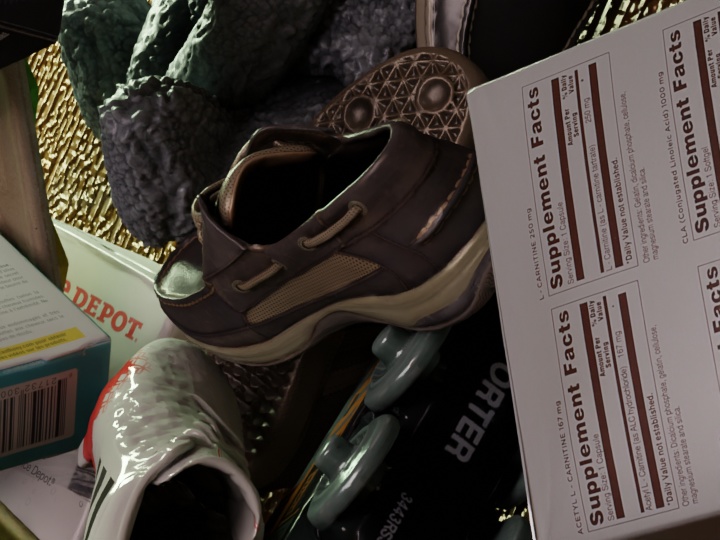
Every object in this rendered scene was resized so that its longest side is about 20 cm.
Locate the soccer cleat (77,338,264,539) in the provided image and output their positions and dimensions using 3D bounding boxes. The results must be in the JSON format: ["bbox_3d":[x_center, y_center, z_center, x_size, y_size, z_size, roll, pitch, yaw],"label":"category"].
[{"bbox_3d":[-0.063,0.081,0.881,0.085,0.069,0.200,-47,16,31],"label":"soccer cleat"}]

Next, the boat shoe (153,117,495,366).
[{"bbox_3d":[-0.018,-0.019,0.894,0.200,0.073,0.075,-14,37,53],"label":"boat shoe"}]

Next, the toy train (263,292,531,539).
[{"bbox_3d":[0.024,0.063,0.911,0.114,0.085,0.200,-42,14,52],"label":"toy train"}]

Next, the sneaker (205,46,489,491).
[{"bbox_3d":[0.000,0.000,1.002,0.070,0.076,0.200,43,110,30],"label":"sneaker"}]

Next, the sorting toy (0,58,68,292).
[{"bbox_3d":[-0.176,-0.046,1.080,0.185,0.036,0.200,17,116,51],"label":"sorting toy"}]

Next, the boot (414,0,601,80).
[{"bbox_3d":[0.106,-0.144,0.954,0.151,0.073,0.200,14,78,57],"label":"boot"}]

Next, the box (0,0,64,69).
[{"bbox_3d":[-0.152,-0.169,0.958,0.160,0.044,0.200,-13,67,58],"label":"box"}]

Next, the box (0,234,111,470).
[{"bbox_3d":[-0.186,0.008,1.008,0.200,0.082,0.049,39,132,42],"label":"box"}]

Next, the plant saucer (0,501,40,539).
[{"bbox_3d":[-0.149,0.197,0.917,0.200,0.048,0.200,43,92,10],"label":"plant saucer"}]

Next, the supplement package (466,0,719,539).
[{"bbox_3d":[0.172,0.000,0.725,0.200,0.191,0.147,-20,69,38],"label":"supplement package"}]

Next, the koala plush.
[{"bbox_3d":[-0.067,-0.152,1.022,0.184,0.200,0.177,-31,25,0],"label":"koala plush"}]

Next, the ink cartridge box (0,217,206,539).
[{"bbox_3d":[-0.124,0.092,1.098,0.145,0.084,0.200,26,94,49],"label":"ink cartridge box"}]
